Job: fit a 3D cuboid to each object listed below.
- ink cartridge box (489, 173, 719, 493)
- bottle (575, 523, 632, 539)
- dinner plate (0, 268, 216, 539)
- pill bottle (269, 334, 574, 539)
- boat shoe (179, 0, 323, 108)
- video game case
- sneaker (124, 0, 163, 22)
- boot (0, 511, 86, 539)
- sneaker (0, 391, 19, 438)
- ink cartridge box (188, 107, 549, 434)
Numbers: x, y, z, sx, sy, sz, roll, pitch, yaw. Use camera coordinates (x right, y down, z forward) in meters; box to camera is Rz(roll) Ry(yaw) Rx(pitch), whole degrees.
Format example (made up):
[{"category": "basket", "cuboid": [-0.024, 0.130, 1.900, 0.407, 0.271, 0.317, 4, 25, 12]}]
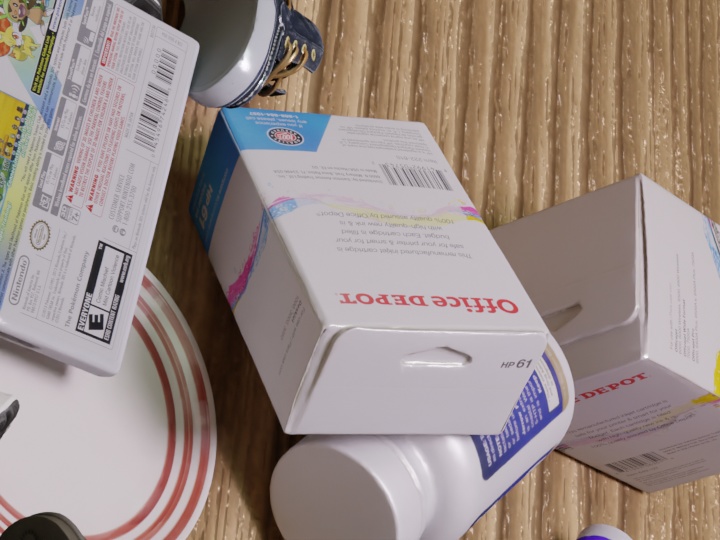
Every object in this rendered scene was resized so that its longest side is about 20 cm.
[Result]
[{"category": "ink cartridge box", "cuboid": [0.202, 0.049, 1.332, 0.200, 0.147, 0.145, 28, 53, -39]}, {"category": "bottle", "cuboid": [0.130, 0.246, 1.222, 0.084, 0.065, 0.200, 56, 40, -16]}, {"category": "dinner plate", "cuboid": [-0.157, 0.071, 1.006, 0.200, 0.024, 0.201, 23, 57, -41]}, {"category": "pill bottle", "cuboid": [0.037, 0.104, 1.138, 0.200, 0.119, 0.120, -33, 98, -51]}, {"category": "boat shoe", "cuboid": [-0.060, -0.136, 1.133, 0.091, 0.071, 0.201, 46, 18, -27]}, {"category": "video game case", "cuboid": [-0.180, -0.067, 0.976, 0.182, 0.022, 0.201, 26, 67, -37]}, {"category": "sneaker", "cuboid": [-0.183, -0.158, 1.043, 0.200, 0.071, 0.098, -2, 73, -51]}, {"category": "boot", "cuboid": [-0.099, 0.194, 0.939, 0.200, 0.072, 0.183, -13, 93, -63]}, {"category": "sneaker", "cuboid": [-0.263, 0.086, 0.858, 0.115, 0.076, 0.200, 44, 48, 2]}, {"category": "ink cartridge box", "cuboid": [0.000, 0.000, 1.077, 0.144, 0.085, 0.200, 3, 38, -27]}]
